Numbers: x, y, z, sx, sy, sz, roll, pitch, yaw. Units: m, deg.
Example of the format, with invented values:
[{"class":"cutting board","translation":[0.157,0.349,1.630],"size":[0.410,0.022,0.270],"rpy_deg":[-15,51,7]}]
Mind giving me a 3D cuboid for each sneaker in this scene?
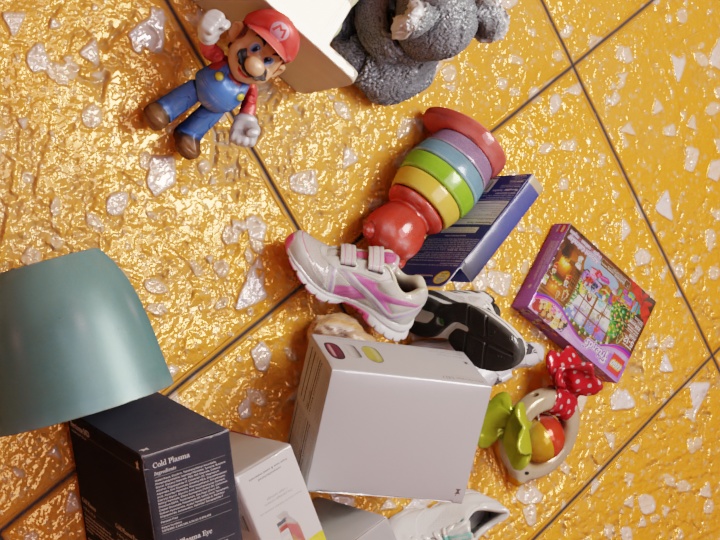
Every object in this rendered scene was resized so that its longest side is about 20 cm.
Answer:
[{"class":"sneaker","translation":[0.101,0.336,1.836],"size":[0.199,0.088,0.076],"rpy_deg":[-25,105,-30]},{"class":"sneaker","translation":[0.150,0.146,1.876],"size":[0.199,0.075,0.116],"rpy_deg":[0,91,-28]},{"class":"sneaker","translation":[0.000,0.000,1.743],"size":[0.200,0.082,0.088],"rpy_deg":[30,117,-24]},{"class":"sneaker","translation":[0.155,0.061,1.807],"size":[0.115,0.200,0.076],"rpy_deg":[-13,116,-39]}]

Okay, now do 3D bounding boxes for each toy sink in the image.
[{"class":"toy sink","translation":[-0.081,-0.316,1.683],"size":[0.200,0.130,0.112],"rpy_deg":[39,70,-26]}]

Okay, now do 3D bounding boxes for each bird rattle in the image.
[{"class":"bird rattle","translation":[0.239,0.200,1.937],"size":[0.200,0.112,0.164],"rpy_deg":[-32,128,-32]}]

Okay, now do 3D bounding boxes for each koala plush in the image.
[{"class":"koala plush","translation":[0.073,-0.297,1.742],"size":[0.177,0.200,0.185],"rpy_deg":[-3,92,-34]}]

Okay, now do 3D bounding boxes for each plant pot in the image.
[{"class":"plant pot","translation":[-0.312,0.068,1.504],"size":[0.200,0.200,0.162],"rpy_deg":[-17,92,-32]}]

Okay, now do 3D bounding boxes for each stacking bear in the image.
[{"class":"stacking bear","translation":[0.082,-0.094,1.811],"size":[0.200,0.114,0.122],"rpy_deg":[-49,115,-18]}]

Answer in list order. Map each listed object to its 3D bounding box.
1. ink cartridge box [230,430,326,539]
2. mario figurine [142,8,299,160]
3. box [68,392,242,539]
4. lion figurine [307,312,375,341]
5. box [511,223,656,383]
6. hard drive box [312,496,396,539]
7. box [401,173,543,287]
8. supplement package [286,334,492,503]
[{"class":"ink cartridge box","translation":[-0.113,0.297,1.661],"size":[0.083,0.145,0.201],"rpy_deg":[-28,106,-31]},{"class":"mario figurine","translation":[-0.149,-0.209,1.603],"size":[0.200,0.106,0.123],"rpy_deg":[-41,152,17]},{"class":"box","translation":[-0.219,0.242,1.543],"size":[0.104,0.200,0.183],"rpy_deg":[-16,109,-31]},{"class":"lion figurine","translation":[-0.008,0.151,1.773],"size":[0.122,0.072,0.201],"rpy_deg":[0,96,-23]},{"class":"box","translation":[0.313,0.047,2.000],"size":[0.200,0.039,0.137],"rpy_deg":[38,71,-28]},{"class":"hard drive box","translation":[0.000,0.384,1.731],"size":[0.077,0.156,0.201],"rpy_deg":[-31,106,-28]},{"class":"box","translation":[0.134,-0.042,1.833],"size":[0.200,0.121,0.032],"rpy_deg":[-49,116,-22]},{"class":"supplement package","translation":[0.031,0.175,1.703],"size":[0.199,0.111,0.156],"rpy_deg":[7,108,-18]}]
